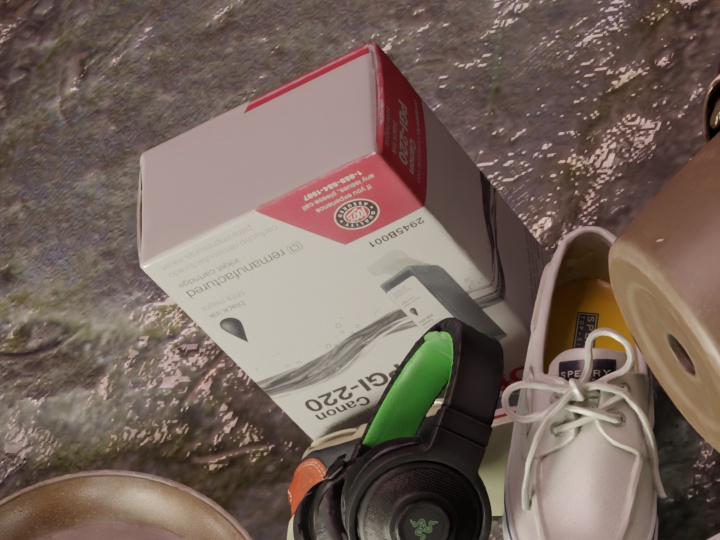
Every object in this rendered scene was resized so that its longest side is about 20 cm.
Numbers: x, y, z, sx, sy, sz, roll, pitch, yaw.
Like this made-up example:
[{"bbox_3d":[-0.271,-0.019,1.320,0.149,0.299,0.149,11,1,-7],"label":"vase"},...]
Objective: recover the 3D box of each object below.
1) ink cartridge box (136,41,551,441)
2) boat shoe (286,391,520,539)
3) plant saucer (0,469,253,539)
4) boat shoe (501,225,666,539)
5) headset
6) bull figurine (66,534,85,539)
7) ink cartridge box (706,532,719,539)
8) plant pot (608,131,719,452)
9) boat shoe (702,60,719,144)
[{"bbox_3d":[0.000,0.000,1.271,0.145,0.200,0.085,-24,44,21],"label":"ink cartridge box"},{"bbox_3d":[0.048,0.090,1.252,0.200,0.071,0.063,-24,37,29],"label":"boat shoe"},{"bbox_3d":[-0.136,0.198,1.275,0.199,0.032,0.201,-4,59,6],"label":"plant saucer"},{"bbox_3d":[0.104,0.060,1.131,0.074,0.086,0.202,3,50,9],"label":"boat shoe"},{"bbox_3d":[0.001,0.111,1.141,0.123,0.094,0.201,-33,34,67],"label":"headset"},{"bbox_3d":[-0.197,0.227,1.332,0.121,0.065,0.200,-12,44,39],"label":"bull figurine"},{"bbox_3d":[0.204,0.178,1.042,0.161,0.050,0.200,-31,36,14],"label":"ink cartridge box"},{"bbox_3d":[0.208,-0.004,1.070,0.174,0.201,0.200,-32,36,-8],"label":"plant pot"},{"bbox_3d":[0.211,-0.076,1.267,0.076,0.072,0.200,-23,41,22],"label":"boat shoe"}]
